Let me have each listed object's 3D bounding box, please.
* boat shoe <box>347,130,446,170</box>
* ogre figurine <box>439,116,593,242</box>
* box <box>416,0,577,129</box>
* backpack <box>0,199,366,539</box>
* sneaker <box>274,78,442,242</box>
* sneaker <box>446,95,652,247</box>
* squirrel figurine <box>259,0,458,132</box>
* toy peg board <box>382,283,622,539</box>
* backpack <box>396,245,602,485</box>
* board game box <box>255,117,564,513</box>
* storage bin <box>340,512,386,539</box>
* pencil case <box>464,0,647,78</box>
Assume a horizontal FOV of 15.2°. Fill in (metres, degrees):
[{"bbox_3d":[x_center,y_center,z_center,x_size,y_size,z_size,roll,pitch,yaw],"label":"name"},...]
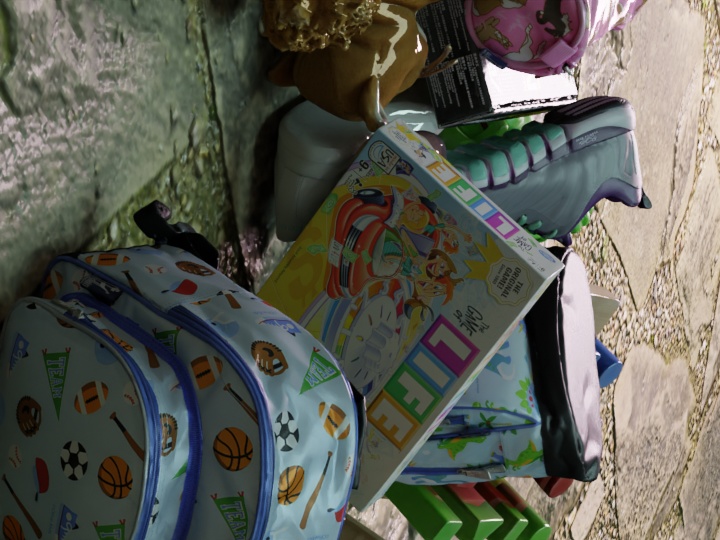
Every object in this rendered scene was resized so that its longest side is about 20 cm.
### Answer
[{"bbox_3d":[0.000,0.000,1.674,0.065,0.072,0.201,-13,133,-60],"label":"boat shoe"},{"bbox_3d":[0.073,-0.069,1.855,0.098,0.199,0.121,157,-81,-68],"label":"ogre figurine"},{"bbox_3d":[0.075,-0.197,1.767,0.193,0.047,0.201,-13,89,-70],"label":"box"},{"bbox_3d":[-0.096,0.089,1.383,0.154,0.190,0.201,-17,120,-50],"label":"backpack"},{"bbox_3d":[-0.003,-0.076,1.737,0.200,0.075,0.089,-31,143,-54],"label":"sneaker"},{"bbox_3d":[0.098,-0.044,1.769,0.074,0.199,0.088,-147,-142,-73],"label":"sneaker"},{"bbox_3d":[-0.008,-0.179,1.582,0.199,0.141,0.188,-8,123,-55],"label":"squirrel figurine"},{"bbox_3d":[0.103,0.109,1.919,0.200,0.098,0.200,-53,150,15],"label":"toy peg board"},{"bbox_3d":[0.045,0.063,1.766,0.154,0.199,0.164,47,39,-55],"label":"backpack"},{"bbox_3d":[0.012,0.028,1.613,0.200,0.134,0.034,-53,170,27],"label":"board game box"},{"bbox_3d":[-0.037,0.186,1.623,0.094,0.198,0.200,-55,158,-6],"label":"storage bin"},{"bbox_3d":[0.130,-0.180,1.722,0.200,0.082,0.087,-40,143,-66],"label":"pencil case"}]
